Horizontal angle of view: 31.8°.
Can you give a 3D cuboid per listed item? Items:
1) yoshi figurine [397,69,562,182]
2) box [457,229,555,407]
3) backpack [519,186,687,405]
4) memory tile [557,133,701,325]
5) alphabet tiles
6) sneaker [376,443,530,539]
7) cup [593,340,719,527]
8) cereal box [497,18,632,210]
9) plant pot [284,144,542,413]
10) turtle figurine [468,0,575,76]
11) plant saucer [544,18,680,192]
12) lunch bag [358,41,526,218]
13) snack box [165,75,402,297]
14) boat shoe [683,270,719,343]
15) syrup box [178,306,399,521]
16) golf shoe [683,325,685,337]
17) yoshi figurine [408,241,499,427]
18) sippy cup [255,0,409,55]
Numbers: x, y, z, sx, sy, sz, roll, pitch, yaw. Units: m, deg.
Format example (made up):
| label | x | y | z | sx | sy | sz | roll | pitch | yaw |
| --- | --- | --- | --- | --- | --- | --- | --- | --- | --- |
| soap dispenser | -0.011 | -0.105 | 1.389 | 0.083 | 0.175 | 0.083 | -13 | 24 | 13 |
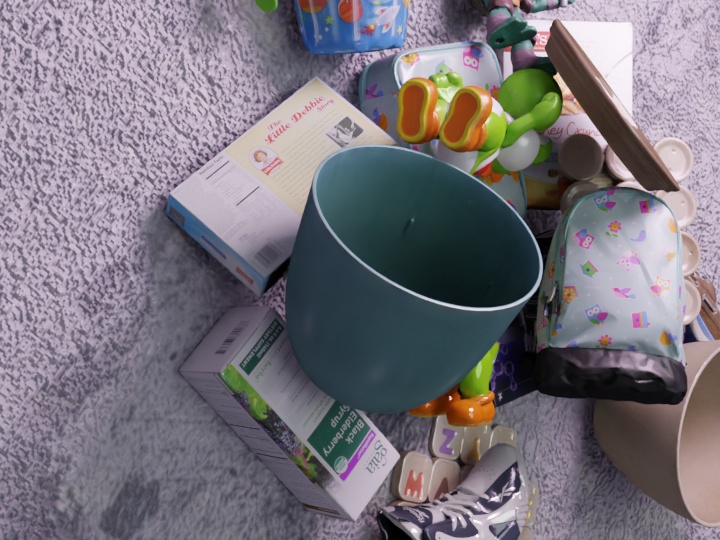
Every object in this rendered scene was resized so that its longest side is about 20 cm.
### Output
| label | x | y | z | sx | sy | sz | roll | pitch | yaw |
| --- | --- | --- | --- | --- | --- | --- | --- | --- | --- |
| yoshi figurine | 0.124 | -0.149 | 1.162 | 0.199 | 0.112 | 0.113 | 2 | 60 | -56 |
| box | 0.172 | 0.046 | 1.320 | 0.199 | 0.079 | 0.142 | -18 | 102 | -37 |
| backpack | 0.249 | 0.022 | 1.226 | 0.166 | 0.127 | 0.202 | 6 | 75 | 0 |
| memory tile | 0.280 | -0.042 | 1.314 | 0.152 | 0.017 | 0.202 | 0 | 83 | -9 |
| alphabet tiles | 0.108 | 0.250 | 1.299 | 0.199 | 0.015 | 0.197 | 19 | 77 | -36 |
| sneaker | 0.082 | 0.238 | 1.219 | 0.130 | 0.079 | 0.200 | 43 | 74 | -37 |
| cup | 0.344 | 0.168 | 1.396 | 0.199 | 0.143 | 0.202 | -7 | 100 | -43 |
| cereal box | 0.217 | -0.165 | 1.345 | 0.143 | 0.040 | 0.202 | 0 | 87 | -5 |
| plant pot | 0.027 | 0.021 | 1.049 | 0.200 | 0.201 | 0.162 | -6 | 136 | -38 |
| turtle figurine | 0.155 | -0.295 | 1.294 | 0.149 | 0.100 | 0.201 | 24 | 49 | -36 |
| plant saucer | 0.236 | -0.151 | 1.201 | 0.200 | 0.029 | 0.200 | 48 | 17 | -19 |
| lunch bag | 0.086 | -0.123 | 1.259 | 0.160 | 0.077 | 0.202 | -16 | 98 | -38 |
| snack box | -0.063 | -0.080 | 1.130 | 0.116 | 0.037 | 0.200 | 41 | 59 | 11 |
| boat shoe | 0.379 | 0.037 | 1.490 | 0.073 | 0.072 | 0.200 | -55 | 129 | -31 |
| syrup box | -0.061 | 0.129 | 1.132 | 0.200 | 0.081 | 0.079 | 51 | 62 | -23 |
| golf shoe | 0.287 | 0.010 | 1.366 | 0.092 | 0.072 | 0.201 | 36 | 32 | -50 |
| yoshi figurine | 0.080 | 0.041 | 1.175 | 0.111 | 0.112 | 0.202 | 4 | 93 | 1 |
| sippy cup | -0.009 | -0.268 | 1.167 | 0.176 | 0.140 | 0.131 | -4 | 104 | 1 |
